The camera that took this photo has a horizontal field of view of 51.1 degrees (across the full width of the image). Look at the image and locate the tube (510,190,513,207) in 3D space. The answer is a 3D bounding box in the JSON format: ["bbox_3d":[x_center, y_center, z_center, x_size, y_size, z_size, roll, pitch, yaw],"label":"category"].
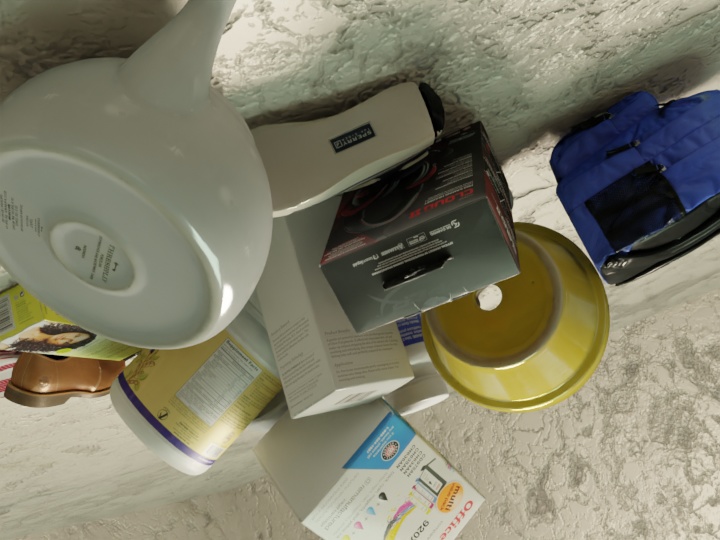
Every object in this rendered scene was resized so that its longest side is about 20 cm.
[{"bbox_3d":[0.126,-0.054,0.936,0.076,0.051,0.200,-12,168,-16],"label":"tube"}]

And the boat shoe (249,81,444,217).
[{"bbox_3d":[-0.027,-0.084,0.622,0.197,0.076,0.093,-18,168,-5],"label":"boat shoe"}]

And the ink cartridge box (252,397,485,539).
[{"bbox_3d":[0.012,0.233,0.853,0.147,0.144,0.200,-48,124,-6],"label":"ink cartridge box"}]

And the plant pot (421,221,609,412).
[{"bbox_3d":[0.146,0.039,0.758,0.199,0.203,0.189,-23,162,14],"label":"plant pot"}]

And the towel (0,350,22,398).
[{"bbox_3d":[-0.455,0.129,0.905,0.142,0.023,0.200,-15,162,-11],"label":"towel"}]

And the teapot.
[{"bbox_3d":[-0.135,-0.055,0.484,0.198,0.147,0.199,-7,131,28],"label":"teapot"}]

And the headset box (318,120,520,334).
[{"bbox_3d":[0.054,-0.038,0.652,0.147,0.076,0.201,-22,-156,19],"label":"headset box"}]

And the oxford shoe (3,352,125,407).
[{"bbox_3d":[-0.340,0.112,0.912,0.070,0.072,0.200,18,-176,12],"label":"oxford shoe"}]

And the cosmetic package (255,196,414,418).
[{"bbox_3d":[-0.035,0.031,0.749,0.107,0.202,0.085,0,154,-41],"label":"cosmetic package"}]

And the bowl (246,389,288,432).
[{"bbox_3d":[-0.091,0.127,0.958,0.200,0.203,0.090,-28,127,26],"label":"bowl"}]

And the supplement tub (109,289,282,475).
[{"bbox_3d":[-0.162,0.107,0.842,0.200,0.145,0.146,-47,164,-6],"label":"supplement tub"}]

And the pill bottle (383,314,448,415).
[{"bbox_3d":[0.044,0.082,0.986,0.111,0.202,0.112,-16,163,-5],"label":"pill bottle"}]

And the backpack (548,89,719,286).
[{"bbox_3d":[0.308,-0.099,0.775,0.198,0.169,0.162,-29,168,17],"label":"backpack"}]

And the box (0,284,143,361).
[{"bbox_3d":[-0.295,0.057,0.807,0.075,0.051,0.200,-25,162,17],"label":"box"}]

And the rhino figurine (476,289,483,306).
[{"bbox_3d":[0.154,0.001,1.016,0.199,0.059,0.088,-23,135,-59],"label":"rhino figurine"}]
